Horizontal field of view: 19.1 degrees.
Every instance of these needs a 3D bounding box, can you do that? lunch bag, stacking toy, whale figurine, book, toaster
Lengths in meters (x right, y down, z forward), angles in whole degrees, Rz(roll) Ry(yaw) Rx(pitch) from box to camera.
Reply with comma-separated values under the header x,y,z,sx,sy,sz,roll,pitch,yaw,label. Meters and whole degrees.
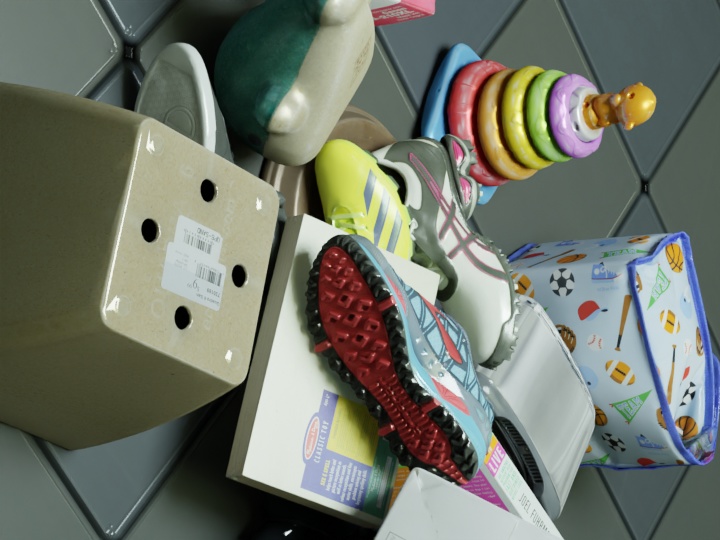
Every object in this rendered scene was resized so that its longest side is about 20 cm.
x,y,z,sx,sy,sz,roll,pitch,yaw,label
0.214,0.076,1.850,0.124,0.169,0.201,-27,106,-47,lunch bag
0.161,-0.129,1.774,0.110,0.199,0.116,42,55,-40,stacking toy
-0.047,-0.167,1.546,0.103,0.200,0.159,28,58,4,whale figurine
0.079,0.187,1.698,0.200,0.133,0.048,57,47,-32,book
0.112,0.110,1.766,0.200,0.113,0.129,59,42,-24,toaster

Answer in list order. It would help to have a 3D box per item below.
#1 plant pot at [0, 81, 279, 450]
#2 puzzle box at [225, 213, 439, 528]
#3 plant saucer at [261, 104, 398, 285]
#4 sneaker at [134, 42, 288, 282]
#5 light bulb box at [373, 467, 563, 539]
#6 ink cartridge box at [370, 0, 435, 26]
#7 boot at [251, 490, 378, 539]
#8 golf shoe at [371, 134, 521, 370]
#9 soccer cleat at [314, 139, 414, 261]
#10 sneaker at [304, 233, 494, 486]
x,y,z,sx,sy,sz,roll,pitch,yaw,label
-0.168,-0.007,1.374,0.199,0.176,0.201,29,64,-46,plant pot
-0.019,0.075,1.556,0.133,0.025,0.201,25,70,-32,puzzle box
-0.007,-0.036,1.695,0.200,0.029,0.201,7,81,-52,plant saucer
-0.105,-0.069,1.547,0.099,0.070,0.201,-21,109,-52,sneaker
0.041,0.279,1.555,0.199,0.124,0.200,-60,172,-23,light bulb box
-0.031,-0.282,1.640,0.200,0.084,0.146,12,77,-50,ink cartridge box
-0.059,0.193,1.570,0.168,0.076,0.201,-55,133,-43,boot
0.062,-0.011,1.680,0.088,0.077,0.201,-4,64,-32,golf shoe
0.001,0.000,1.629,0.084,0.065,0.201,-29,109,-44,soccer cleat
0.031,0.057,1.548,0.201,0.079,0.096,61,32,-11,sneaker
